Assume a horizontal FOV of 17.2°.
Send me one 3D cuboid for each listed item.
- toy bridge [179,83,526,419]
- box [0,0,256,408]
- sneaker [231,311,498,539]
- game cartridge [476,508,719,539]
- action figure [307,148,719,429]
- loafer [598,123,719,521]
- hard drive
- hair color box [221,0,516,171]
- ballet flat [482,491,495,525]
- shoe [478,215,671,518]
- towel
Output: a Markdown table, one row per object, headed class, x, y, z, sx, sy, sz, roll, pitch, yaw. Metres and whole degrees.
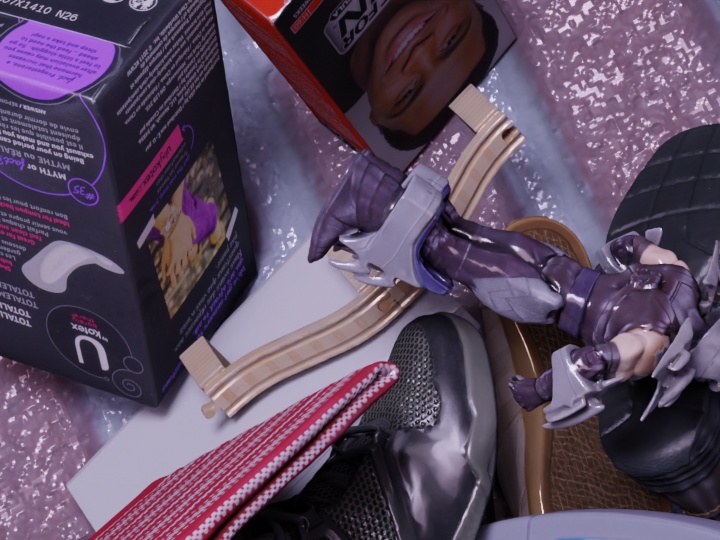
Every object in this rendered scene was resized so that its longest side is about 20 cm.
| class | x | y | z | sx | sy | sz | roll | pitch | yaw |
| --- | --- | --- | --- | --- | --- | --- | --- | --- | --- |
| toy bridge | 0.000 | 0.000 | 1.114 | 0.200 | 0.027 | 0.067 | -43 | 35 | 1 |
| box | -0.134 | -0.051 | 1.134 | 0.122 | 0.201 | 0.106 | 17 | 48 | 22 |
| sneaker | -0.010 | 0.102 | 1.025 | 0.076 | 0.114 | 0.201 | -6 | 64 | 63 |
| game cartridge | 0.123 | 0.168 | 0.994 | 0.199 | 0.040 | 0.134 | 4 | 84 | 36 |
| action figure | 0.080 | 0.008 | 1.024 | 0.199 | 0.130 | 0.070 | 24 | 115 | 9 |
| loafer | 0.154 | 0.023 | 1.102 | 0.072 | 0.072 | 0.201 | -10 | 50 | 33 |
| hard drive | -0.046 | 0.066 | 1.141 | 0.200 | 0.026 | 0.132 | -45 | 34 | -1 |
| hair color box | 0.001 | -0.129 | 1.126 | 0.061 | 0.200 | 0.102 | 39 | 87 | 24 |
| ballet flat | 0.031 | 0.144 | 1.099 | 0.068 | 0.068 | 0.201 | -9 | 71 | 13 |
| shoe | 0.097 | 0.076 | 1.116 | 0.069 | 0.053 | 0.201 | -5 | 72 | -18 |
| towel | -0.078 | 0.107 | 0.987 | 0.023 | 0.200 | 0.145 | 52 | 52 | -5 |
